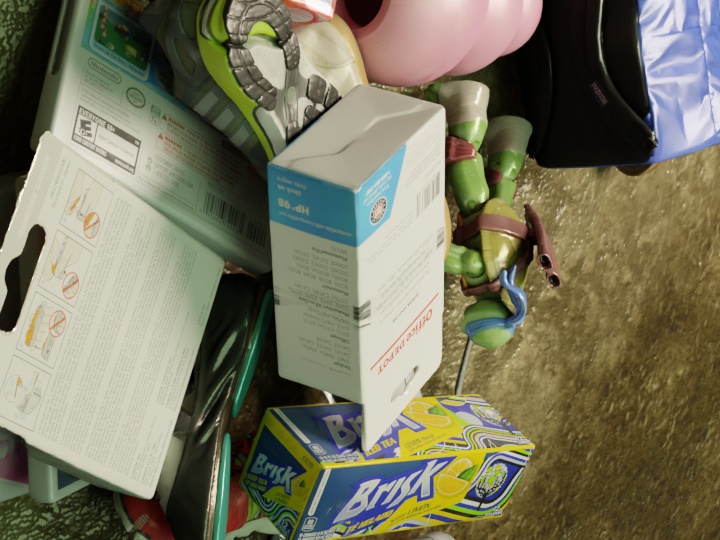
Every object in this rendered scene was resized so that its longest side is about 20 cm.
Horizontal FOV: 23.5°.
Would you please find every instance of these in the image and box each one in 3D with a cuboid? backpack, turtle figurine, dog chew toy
[{"bbox_3d":[0.203,-0.191,1.317,0.167,0.162,0.202,-18,100,-36],"label":"backpack"},{"bbox_3d":[0.060,-0.028,1.288,0.143,0.200,0.195,14,67,-17],"label":"turtle figurine"},{"bbox_3d":[0.057,-0.191,1.211,0.199,0.124,0.126,-7,107,-51],"label":"dog chew toy"}]

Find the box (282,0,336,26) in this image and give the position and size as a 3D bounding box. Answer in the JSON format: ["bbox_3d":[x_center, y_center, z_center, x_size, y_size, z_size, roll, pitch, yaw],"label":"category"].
[{"bbox_3d":[-0.067,-0.258,1.058,0.102,0.094,0.202,18,77,-45],"label":"box"}]

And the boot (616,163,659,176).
[{"bbox_3d":[0.293,-0.162,1.477,0.154,0.073,0.201,18,92,-49],"label":"boot"}]

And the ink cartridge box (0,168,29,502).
[{"bbox_3d":[-0.215,0.041,1.067,0.199,0.043,0.198,-17,113,-38],"label":"ink cartridge box"}]

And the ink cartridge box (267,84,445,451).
[{"bbox_3d":[0.000,0.000,1.097,0.116,0.066,0.201,-45,144,-46],"label":"ink cartridge box"}]

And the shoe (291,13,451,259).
[{"bbox_3d":[-0.003,-0.076,1.158,0.201,0.070,0.053,61,39,-21],"label":"shoe"}]

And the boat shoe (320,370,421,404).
[{"bbox_3d":[-0.009,0.041,1.212,0.201,0.073,0.067,64,31,-16],"label":"boat shoe"}]

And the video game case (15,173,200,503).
[{"bbox_3d":[-0.150,0.024,1.098,0.182,0.022,0.202,-23,118,-58],"label":"video game case"}]

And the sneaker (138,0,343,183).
[{"bbox_3d":[-0.068,-0.109,1.066,0.074,0.081,0.200,-59,147,-25],"label":"sneaker"}]

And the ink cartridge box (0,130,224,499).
[{"bbox_3d":[-0.166,0.030,1.006,0.200,0.050,0.162,38,65,-54],"label":"ink cartridge box"}]

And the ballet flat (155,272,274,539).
[{"bbox_3d":[-0.105,0.097,1.107,0.068,0.068,0.201,93,7,-69],"label":"ballet flat"}]

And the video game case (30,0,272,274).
[{"bbox_3d":[-0.112,-0.118,1.090,0.200,0.024,0.183,31,59,-44],"label":"video game case"}]

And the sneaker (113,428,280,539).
[{"bbox_3d":[-0.085,0.139,1.180,0.199,0.077,0.085,-9,142,-51],"label":"sneaker"}]

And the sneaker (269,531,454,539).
[{"bbox_3d":[-0.005,0.234,1.299,0.199,0.075,0.116,-33,126,-29],"label":"sneaker"}]

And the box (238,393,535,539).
[{"bbox_3d":[0.020,0.131,1.169,0.199,0.070,0.065,-1,121,-42],"label":"box"}]
